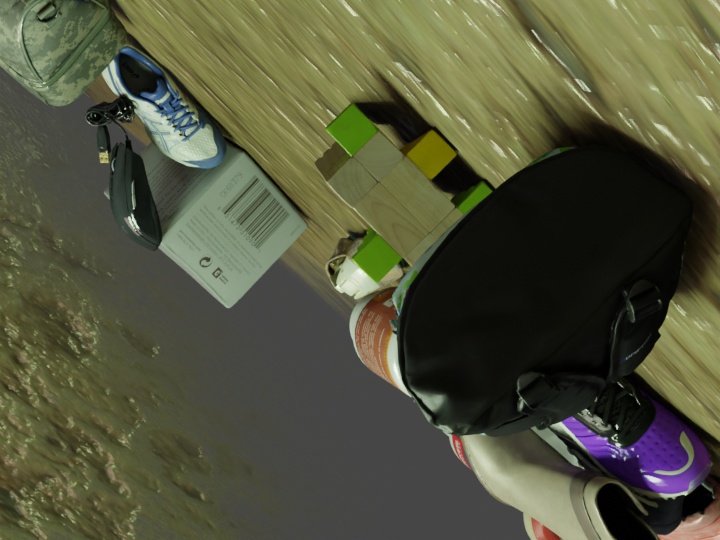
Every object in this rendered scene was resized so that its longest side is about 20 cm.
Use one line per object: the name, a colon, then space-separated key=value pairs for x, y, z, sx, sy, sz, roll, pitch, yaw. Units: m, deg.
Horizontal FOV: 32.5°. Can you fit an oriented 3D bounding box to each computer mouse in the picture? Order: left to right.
computer mouse: x=-0.313 y=-0.121 z=1.580 sx=0.140 sy=0.046 sz=0.200 roll=16 pitch=120 yaw=58

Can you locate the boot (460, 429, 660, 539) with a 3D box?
boot: x=0.174 y=0.184 z=1.031 sx=0.200 sy=0.070 sz=0.146 roll=46 pitch=165 yaw=-3

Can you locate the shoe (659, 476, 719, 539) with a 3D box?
shoe: x=0.302 y=0.228 z=1.157 sx=0.091 sy=0.071 sz=0.200 roll=45 pitch=167 yaw=-12

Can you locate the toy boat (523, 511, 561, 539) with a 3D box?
toy boat: x=0.336 y=0.369 z=1.801 sx=0.200 sy=0.131 sz=0.131 roll=42 pitch=143 yaw=-12

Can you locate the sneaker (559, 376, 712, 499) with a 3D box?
sneaker: x=0.190 y=0.106 z=1.000 sx=0.200 sy=0.070 sz=0.100 roll=37 pitch=170 yaw=35

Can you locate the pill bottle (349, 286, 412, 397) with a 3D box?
pill bottle: x=0.056 y=0.078 z=1.433 sx=0.112 sy=0.112 sz=0.200 roll=44 pitch=173 yaw=-18

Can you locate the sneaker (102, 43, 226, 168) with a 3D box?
sneaker: x=-0.247 y=-0.202 z=1.544 sx=0.200 sy=0.075 sz=0.088 roll=42 pitch=173 yaw=-13

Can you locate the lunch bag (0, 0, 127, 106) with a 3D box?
lunch bag: x=-0.376 y=-0.299 z=1.365 sx=0.200 sy=0.139 sz=0.168 roll=39 pitch=174 yaw=21

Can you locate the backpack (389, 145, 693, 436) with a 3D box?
backpack: x=0.097 y=0.019 z=0.670 sx=0.154 sy=0.163 sz=0.200 roll=48 pitch=-176 yaw=31

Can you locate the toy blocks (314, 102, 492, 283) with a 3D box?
toy blocks: x=0.037 y=-0.043 z=0.898 sx=0.200 sy=0.100 sz=0.137 roll=44 pitch=-175 yaw=-16

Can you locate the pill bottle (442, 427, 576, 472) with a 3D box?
pill bottle: x=0.173 y=0.192 z=1.453 sx=0.120 sy=0.120 sz=0.200 roll=45 pitch=173 yaw=-28

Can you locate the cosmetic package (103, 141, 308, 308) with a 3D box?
cosmetic package: x=-0.216 y=-0.086 z=1.715 sx=0.200 sy=0.165 sz=0.165 roll=34 pitch=169 yaw=51

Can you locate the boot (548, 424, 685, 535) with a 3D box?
boot: x=0.203 y=0.153 z=1.099 sx=0.200 sy=0.073 sz=0.090 roll=36 pitch=142 yaw=39

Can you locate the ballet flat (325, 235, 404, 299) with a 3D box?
ballet flat: x=0.000 y=0.000 z=1.443 sx=0.068 sy=0.067 sz=0.200 roll=42 pitch=174 yaw=-8
